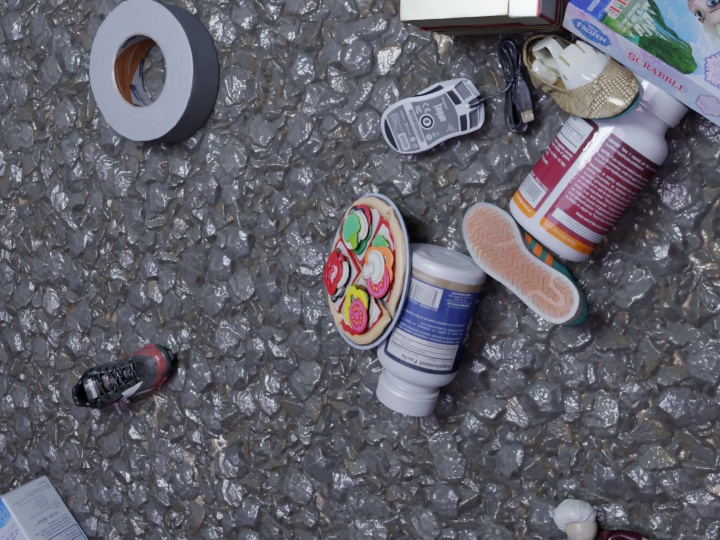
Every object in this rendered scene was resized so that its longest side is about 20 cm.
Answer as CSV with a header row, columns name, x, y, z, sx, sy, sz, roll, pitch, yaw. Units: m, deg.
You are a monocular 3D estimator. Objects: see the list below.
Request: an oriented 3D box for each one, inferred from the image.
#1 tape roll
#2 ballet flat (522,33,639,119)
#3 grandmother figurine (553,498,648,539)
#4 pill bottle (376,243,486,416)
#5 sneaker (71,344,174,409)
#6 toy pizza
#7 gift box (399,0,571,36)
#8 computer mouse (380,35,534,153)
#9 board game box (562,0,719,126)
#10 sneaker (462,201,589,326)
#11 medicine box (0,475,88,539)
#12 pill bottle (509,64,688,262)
name,x,y,z,sx,sy,sz,roll,pitch,yaw
tape roll,-0.310,-0.296,1.105,0.196,0.066,0.205,4,100,24
ballet flat,0.224,-0.214,0.793,0.070,0.200,0.065,-43,116,5
grandmother figurine,0.316,0.368,0.913,0.121,0.060,0.201,-42,82,16
pill bottle,0.084,0.077,0.948,0.109,0.111,0.204,21,107,21
sneaker,-0.392,0.178,1.204,0.198,0.098,0.072,-23,87,26
toy pizza,0.000,0.000,0.963,0.199,0.031,0.205,-16,71,58
gift box,0.153,-0.364,0.805,0.183,0.184,0.205,8,108,26
computer mouse,0.116,-0.205,0.920,0.197,0.044,0.111,-12,114,29
board game box,0.345,-0.279,0.750,0.198,0.041,0.201,37,80,15
sneaker,0.201,-0.002,0.906,0.072,0.079,0.201,-46,56,13
medicine box,-0.606,0.522,1.359,0.182,0.103,0.201,-45,78,25
pill bottle,0.266,-0.120,0.828,0.113,0.113,0.202,40,113,14
